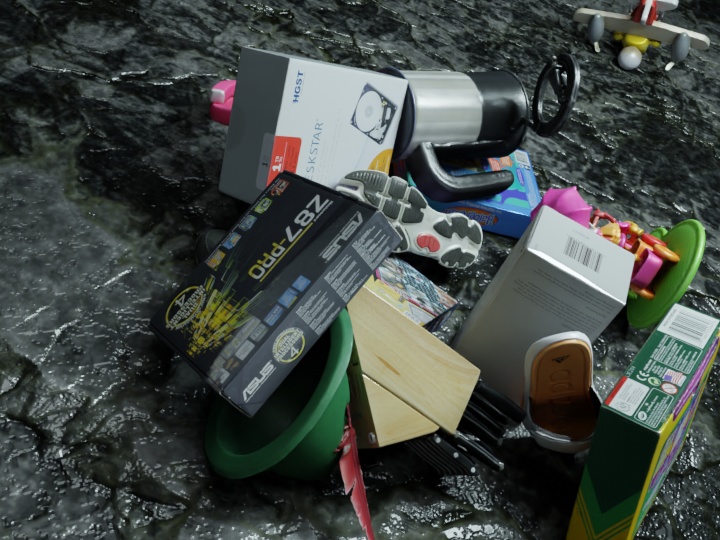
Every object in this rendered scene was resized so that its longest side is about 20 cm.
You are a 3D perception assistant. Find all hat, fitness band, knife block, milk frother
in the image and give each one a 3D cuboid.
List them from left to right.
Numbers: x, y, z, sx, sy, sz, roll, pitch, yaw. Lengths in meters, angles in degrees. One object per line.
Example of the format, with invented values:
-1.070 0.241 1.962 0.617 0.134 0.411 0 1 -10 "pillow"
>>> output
-0.113 -0.206 0.997 0.143 0.038 0.200 9 20 -3 "fitness band"
-0.024 0.154 0.708 0.176 0.165 0.200 42 60 -29 "hat"
0.065 0.098 0.742 0.175 0.064 0.201 -10 83 -29 "knife block"
0.137 -0.202 0.970 0.188 0.200 0.181 -9 55 -32 "milk frother"

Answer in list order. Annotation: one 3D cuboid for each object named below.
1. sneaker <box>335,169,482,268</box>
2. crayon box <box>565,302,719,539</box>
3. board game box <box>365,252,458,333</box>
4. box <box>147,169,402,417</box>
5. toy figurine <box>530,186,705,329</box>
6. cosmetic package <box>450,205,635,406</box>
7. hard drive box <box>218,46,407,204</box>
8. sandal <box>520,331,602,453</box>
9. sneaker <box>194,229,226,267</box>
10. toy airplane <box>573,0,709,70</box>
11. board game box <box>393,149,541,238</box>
0.047 -0.052 0.923 0.200 0.083 0.081 25 82 -30 "sneaker"
0.272 0.153 0.758 0.058 0.173 0.200 24 38 28 "crayon box"
0.000 0.000 0.856 0.200 0.035 0.135 38 22 15 "board game box"
-0.081 0.012 0.704 0.200 0.049 0.161 -49 41 -10 "box"
0.300 -0.043 0.999 0.184 0.150 0.200 27 19 -2 "toy figurine"
0.172 0.049 0.799 0.107 0.200 0.085 30 43 2 "cosmetic package"
-0.049 -0.153 0.886 0.077 0.156 0.200 24 20 36 "hard drive box"
0.190 0.132 0.744 0.079 0.207 0.059 -14 52 8 "sandal"
-0.086 0.012 0.804 0.200 0.079 0.075 39 43 17 "sneaker"
0.542 -0.462 1.541 0.199 0.142 0.200 12 9 -32 "toy airplane"
0.143 -0.125 1.078 0.199 0.045 0.152 13 44 -14 "board game box"
